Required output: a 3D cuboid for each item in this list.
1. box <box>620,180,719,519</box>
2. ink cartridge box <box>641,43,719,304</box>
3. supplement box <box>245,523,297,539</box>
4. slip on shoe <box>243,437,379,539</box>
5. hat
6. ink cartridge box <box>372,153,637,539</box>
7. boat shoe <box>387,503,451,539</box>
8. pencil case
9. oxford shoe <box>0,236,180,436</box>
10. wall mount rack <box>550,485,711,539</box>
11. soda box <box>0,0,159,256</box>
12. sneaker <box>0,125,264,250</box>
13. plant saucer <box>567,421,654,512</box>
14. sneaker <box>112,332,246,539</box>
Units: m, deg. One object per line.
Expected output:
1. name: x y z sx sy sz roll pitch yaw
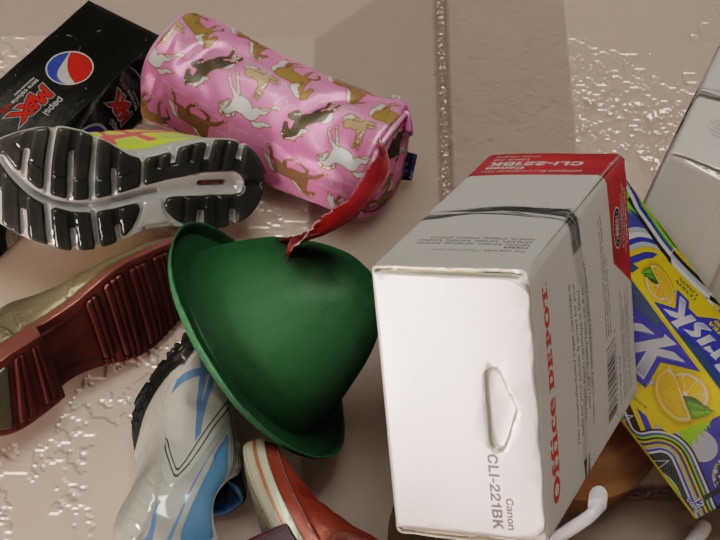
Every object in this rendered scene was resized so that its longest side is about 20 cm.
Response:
1. box: 0.170 0.039 1.178 0.200 0.070 0.064 53 36 -4
2. ink cartridge box: 0.226 -0.049 1.269 0.082 0.147 0.200 25 37 7
3. supplement box: -0.026 0.251 1.065 0.085 0.111 0.200 -24 54 -18
4. slip on shoe: -0.007 0.175 1.156 0.061 0.074 0.200 -30 61 -14
5. hat: 0.000 0.000 1.192 0.176 0.166 0.200 -36 17 18
6. ink cartridge box: 0.081 0.035 1.056 0.083 0.145 0.200 1 19 20
7. boat shoe: 0.063 0.182 1.076 0.067 0.072 0.201 18 33 -18
8. pencil case: -0.059 -0.109 1.395 0.199 0.083 0.086 25 36 20
9. oxford shoe: -0.186 0.027 1.287 0.075 0.071 0.200 23 42 40
10. wall mount rack: 0.143 0.154 1.130 0.074 0.200 0.174 -36 12 12
11. soda box: -0.221 -0.097 1.394 0.070 0.064 0.200 28 55 20
12. sneaker: -0.170 -0.058 1.340 0.199 0.079 0.090 2 9 -27
13. plant saucer: 0.106 0.051 1.230 0.199 0.032 0.201 21 45 -23
14. sneaker: -0.101 0.105 1.230 0.072 0.072 0.201 31 39 -20
